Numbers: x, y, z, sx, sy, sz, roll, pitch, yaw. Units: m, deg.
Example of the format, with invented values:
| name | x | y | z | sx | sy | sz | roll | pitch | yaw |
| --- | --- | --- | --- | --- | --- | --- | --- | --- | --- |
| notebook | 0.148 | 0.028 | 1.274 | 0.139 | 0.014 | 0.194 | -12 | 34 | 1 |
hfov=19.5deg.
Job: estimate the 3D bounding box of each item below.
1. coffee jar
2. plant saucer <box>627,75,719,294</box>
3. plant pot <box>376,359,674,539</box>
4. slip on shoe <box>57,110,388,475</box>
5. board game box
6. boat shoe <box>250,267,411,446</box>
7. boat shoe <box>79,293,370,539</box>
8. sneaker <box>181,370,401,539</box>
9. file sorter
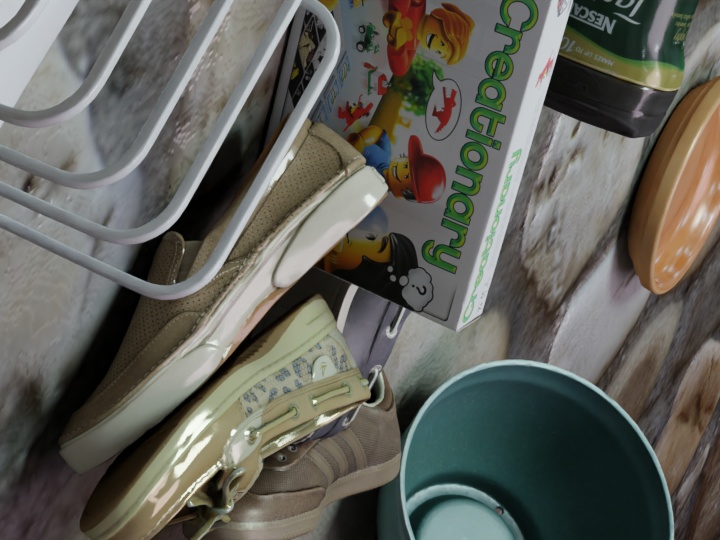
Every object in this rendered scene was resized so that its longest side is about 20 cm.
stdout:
| name | x | y | z | sx | sy | sz | roll | pitch | yaw |
| --- | --- | --- | --- | --- | --- | --- | --- | --- | --- |
| coffee jar | 0.169 | -0.187 | 1.293 | 0.085 | 0.104 | 0.201 | -17 | 127 | -66 |
| plant saucer | 0.277 | -0.078 | 1.783 | 0.200 | 0.037 | 0.201 | -50 | 155 | -34 |
| plant pot | 0.093 | 0.178 | 1.424 | 0.200 | 0.200 | 0.134 | -52 | -178 | -34 |
| slip on shoe | -0.074 | 0.009 | 0.977 | 0.200 | 0.061 | 0.076 | -45 | -175 | -8 |
| board game box | 0.024 | -0.085 | 1.011 | 0.035 | 0.126 | 0.201 | -31 | 140 | -58 |
| boat shoe | 0.000 | 0.000 | 1.107 | 0.063 | 0.073 | 0.201 | 18 | 98 | -53 |
| boat shoe | -0.056 | 0.078 | 0.984 | 0.073 | 0.063 | 0.200 | -35 | -175 | 41 |
| sneaker | -0.041 | 0.098 | 1.170 | 0.200 | 0.070 | 0.076 | -20 | 108 | -63 |
| file sorter | -0.102 | -0.096 | 0.690 | 0.139 | 0.124 | 0.200 | -61 | 159 | -14 |
